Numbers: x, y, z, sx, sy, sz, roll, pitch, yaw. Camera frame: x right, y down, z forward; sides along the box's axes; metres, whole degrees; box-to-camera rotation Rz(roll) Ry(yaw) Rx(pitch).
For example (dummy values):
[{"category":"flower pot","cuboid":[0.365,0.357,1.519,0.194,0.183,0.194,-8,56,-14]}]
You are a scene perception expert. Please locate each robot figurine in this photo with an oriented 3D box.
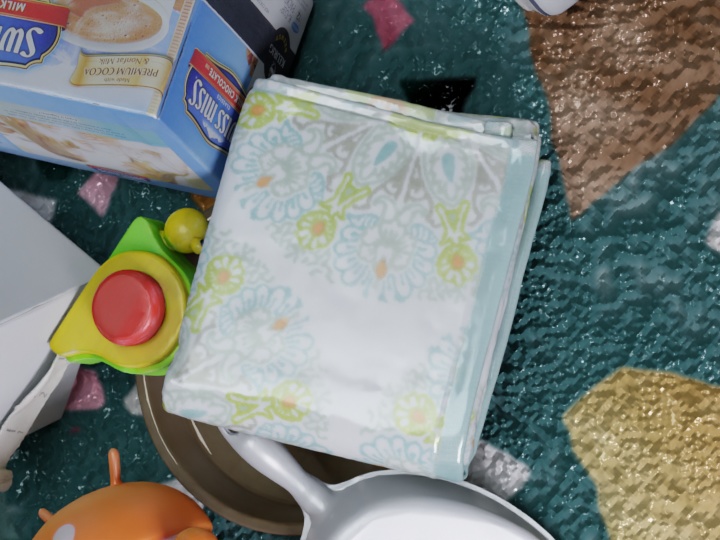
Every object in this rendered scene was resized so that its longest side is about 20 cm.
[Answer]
[{"category":"robot figurine","cuboid":[-0.113,0.203,1.452,0.116,0.144,0.201,-26,76,-4]}]

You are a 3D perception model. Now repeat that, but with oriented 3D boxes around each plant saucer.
[{"category":"plant saucer","cuboid":[-0.032,0.047,1.491,0.199,0.029,0.201,-2,83,21]}]

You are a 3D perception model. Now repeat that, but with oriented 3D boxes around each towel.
[{"category":"towel","cuboid":[0.000,0.000,1.433,0.171,0.048,0.201,12,78,14]}]

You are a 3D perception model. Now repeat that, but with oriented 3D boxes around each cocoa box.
[{"category":"cocoa box","cuboid":[-0.153,-0.134,1.492,0.199,0.133,0.132,13,75,23]}]

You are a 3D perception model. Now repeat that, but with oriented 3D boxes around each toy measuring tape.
[{"category":"toy measuring tape","cuboid":[-0.137,0.055,1.483,0.073,0.074,0.200,37,99,21]}]

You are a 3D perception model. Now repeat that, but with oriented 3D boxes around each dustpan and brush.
[{"category":"dustpan and brush","cuboid":[-0.001,0.144,1.435,0.200,0.057,0.140,40,95,-8]}]

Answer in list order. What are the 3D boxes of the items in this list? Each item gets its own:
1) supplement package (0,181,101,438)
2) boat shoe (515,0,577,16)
[{"category":"supplement package","cuboid":[-0.262,0.004,1.523,0.200,0.117,0.118,39,128,21]},{"category":"boat shoe","cuboid":[0.046,-0.207,1.463,0.066,0.072,0.200,-40,70,16]}]
